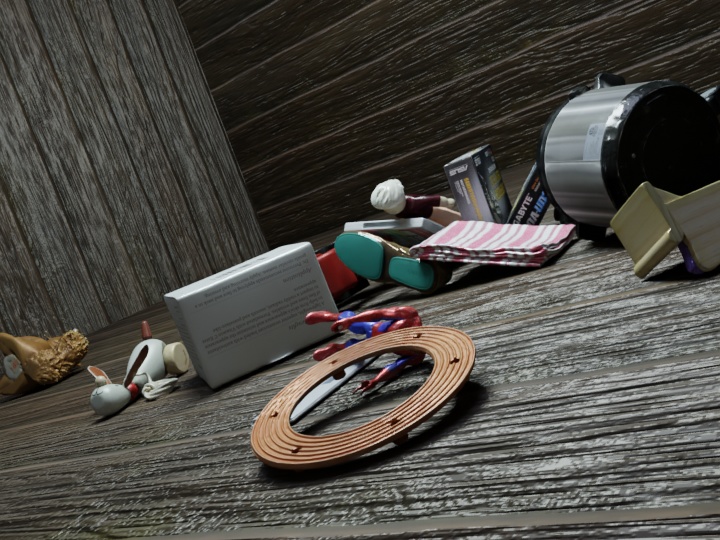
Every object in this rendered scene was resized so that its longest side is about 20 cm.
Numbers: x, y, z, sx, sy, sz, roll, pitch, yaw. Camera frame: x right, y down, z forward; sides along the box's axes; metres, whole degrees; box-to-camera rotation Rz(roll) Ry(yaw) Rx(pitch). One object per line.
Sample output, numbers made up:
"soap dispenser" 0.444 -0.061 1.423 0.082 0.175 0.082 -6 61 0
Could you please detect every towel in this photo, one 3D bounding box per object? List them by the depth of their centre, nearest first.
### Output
"towel" 0.184 -0.044 1.135 0.198 0.030 0.146 4 19 31

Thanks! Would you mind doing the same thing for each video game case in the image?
"video game case" 0.086 -0.053 1.361 0.142 0.018 0.199 20 -12 -36

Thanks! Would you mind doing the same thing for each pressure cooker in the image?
"pressure cooker" 0.315 -0.141 1.012 0.176 0.179 0.200 -43 19 -13

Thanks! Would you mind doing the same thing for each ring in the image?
"ring" 0.003 0.103 0.675 0.199 0.019 0.201 -22 16 7

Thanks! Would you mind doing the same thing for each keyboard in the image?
"keyboard" -0.036 0.116 0.856 0.056 0.011 0.200 -11 11 33

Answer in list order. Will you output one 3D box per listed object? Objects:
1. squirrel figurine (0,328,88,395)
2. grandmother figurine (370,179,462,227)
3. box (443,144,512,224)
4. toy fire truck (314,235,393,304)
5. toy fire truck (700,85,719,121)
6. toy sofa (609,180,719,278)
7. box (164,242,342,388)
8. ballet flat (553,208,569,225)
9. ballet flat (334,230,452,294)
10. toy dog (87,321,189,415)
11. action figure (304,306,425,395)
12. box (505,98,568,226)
"squirrel figurine" -0.708 0.202 1.899 0.198 0.143 0.186 -1 5 29
"grandmother figurine" 0.100 -0.094 1.314 0.199 0.061 0.121 17 -29 -37
"box" 0.198 -0.112 1.316 0.048 0.160 0.200 -19 6 21
"toy fire truck" 0.000 0.000 1.309 0.199 0.130 0.176 -29 0 42
"toy fire truck" 0.421 -0.168 1.167 0.199 0.129 0.176 -30 7 42
"toy sofa" 0.352 -0.056 0.786 0.198 0.098 0.083 -23 -18 -15
"box" -0.156 0.059 1.161 0.197 0.132 0.200 -23 6 -17
"ballet flat" 0.322 -0.103 1.234 0.069 0.072 0.200 -24 6 5
"ballet flat" 0.053 -0.013 1.208 0.199 0.069 0.072 16 13 39
"toy dog" -0.341 0.139 1.245 0.131 0.097 0.200 -21 6 -1
"action figure" -0.008 0.074 0.825 0.098 0.066 0.199 -19 7 -37
"box" 0.284 -0.151 1.243 0.201 0.046 0.159 -67 -7 28
